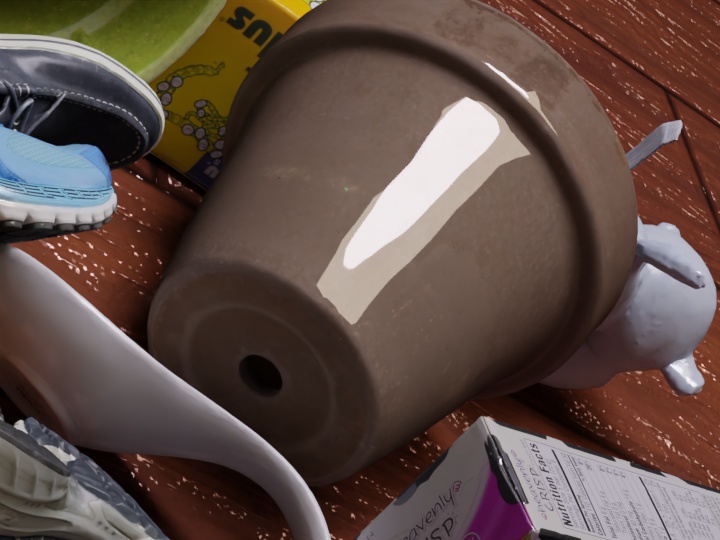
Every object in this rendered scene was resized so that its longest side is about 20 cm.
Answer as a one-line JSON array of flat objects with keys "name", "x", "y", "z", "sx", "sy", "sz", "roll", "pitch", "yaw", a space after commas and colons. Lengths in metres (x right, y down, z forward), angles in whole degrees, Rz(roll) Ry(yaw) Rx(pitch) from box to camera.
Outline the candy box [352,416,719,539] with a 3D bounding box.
[{"name": "candy box", "x": 0.083, "y": 0.143, "z": 0.938, "sx": 0.200, "sy": 0.136, "sz": 0.061, "roll": 19, "pitch": 34, "yaw": -40}]

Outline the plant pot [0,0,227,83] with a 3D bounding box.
[{"name": "plant pot", "x": -0.174, "y": -0.197, "z": 1.033, "sx": 0.200, "sy": 0.201, "sz": 0.184, "roll": 16, "pitch": 26, "yaw": -45}]

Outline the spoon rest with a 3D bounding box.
[{"name": "spoon rest", "x": -0.079, "y": 0.065, "z": 0.886, "sx": 0.061, "sy": 0.099, "sz": 0.200, "roll": -40, "pitch": 89, "yaw": -20}]

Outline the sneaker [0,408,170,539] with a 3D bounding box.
[{"name": "sneaker", "x": -0.127, "y": 0.097, "z": 0.784, "sx": 0.078, "sy": 0.086, "sz": 0.200, "roll": 39, "pitch": -4, "yaw": 36}]

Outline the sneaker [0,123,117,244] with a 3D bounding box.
[{"name": "sneaker", "x": -0.167, "y": -0.059, "z": 0.859, "sx": 0.200, "sy": 0.078, "sz": 0.090, "roll": 13, "pitch": 74, "yaw": -51}]

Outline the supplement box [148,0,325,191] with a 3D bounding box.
[{"name": "supplement box", "x": -0.051, "y": -0.132, "z": 1.176, "sx": 0.109, "sy": 0.110, "sz": 0.200, "roll": 33, "pitch": 29, "yaw": -22}]

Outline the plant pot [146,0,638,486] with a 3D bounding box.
[{"name": "plant pot", "x": 0.000, "y": 0.000, "z": 0.995, "sx": 0.200, "sy": 0.200, "sz": 0.175, "roll": 44, "pitch": 43, "yaw": -1}]

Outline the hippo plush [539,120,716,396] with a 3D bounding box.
[{"name": "hippo plush", "x": 0.113, "y": -0.018, "z": 1.179, "sx": 0.161, "sy": 0.200, "sz": 0.160, "roll": 24, "pitch": 54, "yaw": -50}]

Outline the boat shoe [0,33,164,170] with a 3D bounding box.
[{"name": "boat shoe", "x": -0.166, "y": -0.065, "z": 0.957, "sx": 0.200, "sy": 0.075, "sz": 0.062, "roll": 12, "pitch": 49, "yaw": -43}]
